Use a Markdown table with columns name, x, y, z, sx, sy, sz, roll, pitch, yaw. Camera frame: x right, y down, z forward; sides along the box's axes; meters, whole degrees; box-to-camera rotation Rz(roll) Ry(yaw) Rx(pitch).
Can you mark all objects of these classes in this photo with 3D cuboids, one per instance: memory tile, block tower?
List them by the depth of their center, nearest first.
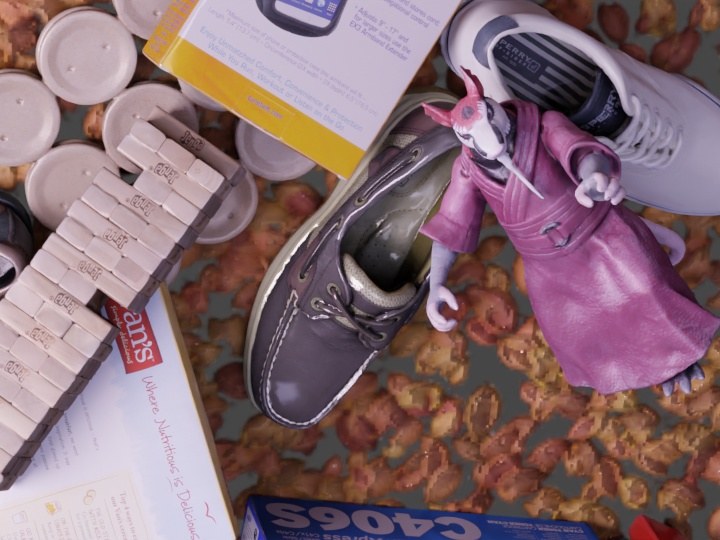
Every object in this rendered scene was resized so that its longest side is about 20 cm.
| name | x | y | z | sx | sy | sz | roll | pitch | yaw |
| --- | --- | --- | --- | --- | --- | --- | --- | --- | --- |
| block tower | -0.139 | 0.013 | 1.328 | 0.058 | 0.054 | 0.200 | 35 | 88 | 5 |
| memory tile | -0.089 | -0.089 | 1.366 | 0.200 | 0.017 | 0.153 | -40 | 115 | 5 |

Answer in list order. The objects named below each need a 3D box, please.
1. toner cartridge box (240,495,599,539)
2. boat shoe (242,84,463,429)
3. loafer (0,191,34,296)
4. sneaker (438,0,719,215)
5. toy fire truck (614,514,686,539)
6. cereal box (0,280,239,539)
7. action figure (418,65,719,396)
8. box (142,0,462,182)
| name | x | y | z | sx | sy | sz | roll | pitch | yaw |
| --- | --- | --- | --- | --- | --- | --- | --- | --- | --- |
| toner cartridge box | 0.039 | 0.167 | 1.458 | 0.200 | 0.095 | 0.043 | 6 | 111 | -15 |
| boat shoe | 0.001 | 0.000 | 1.394 | 0.072 | 0.066 | 0.201 | 25 | 104 | -20 |
| loafer | -0.260 | 0.009 | 1.343 | 0.200 | 0.063 | 0.072 | -18 | 114 | -4 |
| sneaker | 0.129 | -0.077 | 1.387 | 0.200 | 0.071 | 0.073 | 25 | 105 | -20 |
| toy fire truck | 0.192 | 0.209 | 1.533 | 0.141 | 0.049 | 0.200 | 26 | 105 | -21 |
| cereal box | -0.176 | 0.097 | 1.375 | 0.200 | 0.040 | 0.144 | -16 | 91 | 1 |
| action figure | 0.105 | -0.031 | 1.340 | 0.134 | 0.149 | 0.200 | -19 | 120 | 33 |
| box | -0.005 | -0.159 | 1.328 | 0.119 | 0.041 | 0.200 | 31 | 92 | -25 |
